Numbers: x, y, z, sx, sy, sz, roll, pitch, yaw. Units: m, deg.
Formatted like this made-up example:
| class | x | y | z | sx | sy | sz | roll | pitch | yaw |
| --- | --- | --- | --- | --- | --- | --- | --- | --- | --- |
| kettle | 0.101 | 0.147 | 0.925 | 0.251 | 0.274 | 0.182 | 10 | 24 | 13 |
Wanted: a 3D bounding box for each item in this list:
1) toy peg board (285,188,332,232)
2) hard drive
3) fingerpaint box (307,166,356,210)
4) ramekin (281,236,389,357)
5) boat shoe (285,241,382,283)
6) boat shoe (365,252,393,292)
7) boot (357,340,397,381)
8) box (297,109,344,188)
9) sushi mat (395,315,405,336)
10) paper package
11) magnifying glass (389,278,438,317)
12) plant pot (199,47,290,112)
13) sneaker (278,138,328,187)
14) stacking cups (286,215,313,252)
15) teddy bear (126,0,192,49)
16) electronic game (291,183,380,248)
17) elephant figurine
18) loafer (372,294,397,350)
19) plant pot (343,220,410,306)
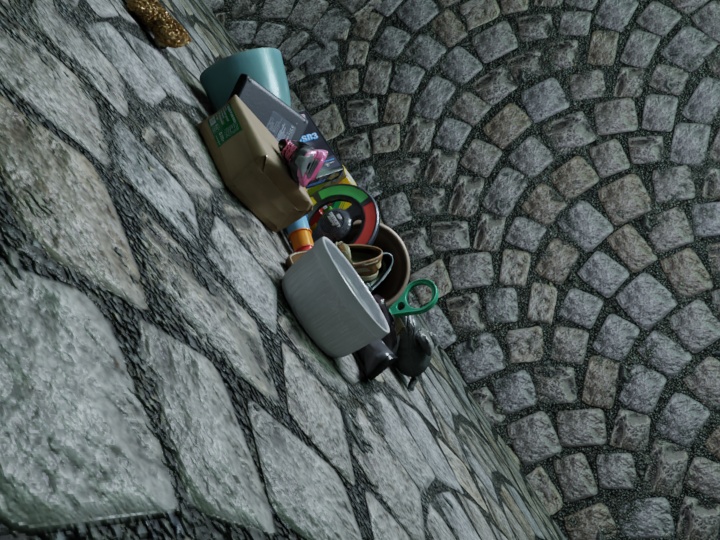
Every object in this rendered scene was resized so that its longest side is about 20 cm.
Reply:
| class | x | y | z | sx | sy | sz | roll | pitch | yaw |
| --- | --- | --- | --- | --- | --- | --- | --- | --- | --- |
| toy peg board | -0.135 | -0.147 | 1.612 | 0.200 | 0.097 | 0.200 | 54 | 6 | -18 |
| hard drive | -0.214 | -0.317 | 1.539 | 0.033 | 0.141 | 0.199 | 23 | -4 | 42 |
| fingerpaint box | -0.089 | -0.196 | 1.908 | 0.074 | 0.166 | 0.200 | 53 | 6 | -17 |
| ramekin | -0.047 | 0.053 | 1.197 | 0.201 | 0.105 | 0.200 | 54 | 6 | -8 |
| boat shoe | -0.045 | -0.023 | 1.329 | 0.198 | 0.074 | 0.076 | -2 | 47 | -34 |
| boat shoe | -0.005 | 0.020 | 1.407 | 0.200 | 0.062 | 0.073 | -38 | 98 | -41 |
| boot | 0.004 | 0.139 | 1.365 | 0.132 | 0.070 | 0.200 | 53 | -7 | 2 |
| box | -0.172 | -0.301 | 1.789 | 0.200 | 0.199 | 0.050 | 58 | -36 | 12 |
| sushi mat | 0.031 | 0.092 | 1.648 | 0.012 | 0.096 | 0.201 | 26 | 26 | -47 |
| paper package | -0.204 | -0.206 | 1.370 | 0.191 | 0.103 | 0.201 | 47 | 11 | -54 |
| magnifying glass | 0.085 | 0.087 | 1.585 | 0.022 | 0.199 | 0.080 | 48 | 13 | -52 |
| plant pot | -0.252 | -0.397 | 1.631 | 0.201 | 0.199 | 0.162 | -41 | 111 | -84 |
| sneaker | -0.121 | -0.217 | 1.345 | 0.095 | 0.079 | 0.200 | 32 | 8 | -3 |
| stacking cups | -0.126 | -0.089 | 1.445 | 0.060 | 0.060 | 0.202 | 42 | 25 | -64 |
| teddy bear | -0.454 | -0.549 | 1.507 | 0.200 | 0.067 | 0.145 | 47 | -2 | -13 |
| electronic game | -0.055 | -0.094 | 1.469 | 0.201 | 0.199 | 0.042 | 59 | 2 | 33 |
| elephant figurine | 0.110 | 0.159 | 1.662 | 0.155 | 0.141 | 0.200 | 42 | -14 | 24 |
| loafer | 0.044 | 0.112 | 1.472 | 0.072 | 0.063 | 0.201 | 37 | -29 | 32 |
| plant pot | 0.000 | 0.000 | 1.572 | 0.201 | 0.199 | 0.175 | 55 | -10 | 2 |
